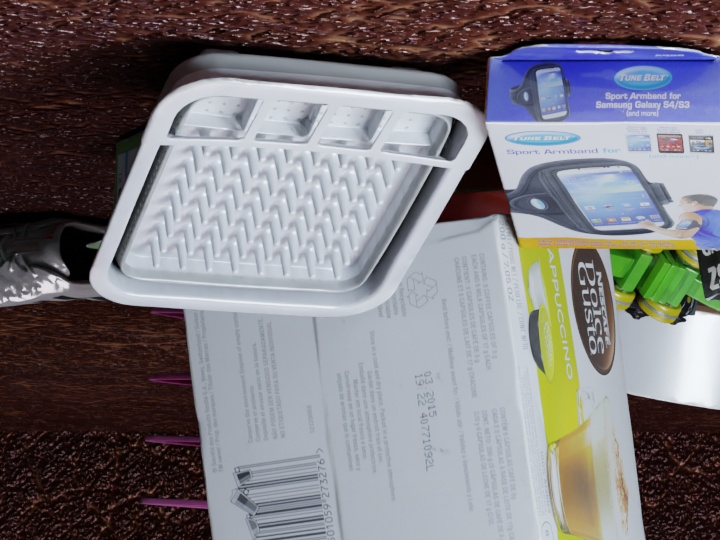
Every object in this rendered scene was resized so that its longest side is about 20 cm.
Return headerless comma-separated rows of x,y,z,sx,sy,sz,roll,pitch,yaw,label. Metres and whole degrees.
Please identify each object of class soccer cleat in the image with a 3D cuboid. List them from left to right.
-0.235,-0.007,1.820,0.199,0.069,0.085,-1,164,-10,soccer cleat

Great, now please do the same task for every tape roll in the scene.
0.236,0.053,1.962,0.201,0.071,0.202,8,-175,-1,tape roll

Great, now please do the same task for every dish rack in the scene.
-0.042,-0.047,1.333,0.171,0.044,0.200,3,145,-19,dish rack

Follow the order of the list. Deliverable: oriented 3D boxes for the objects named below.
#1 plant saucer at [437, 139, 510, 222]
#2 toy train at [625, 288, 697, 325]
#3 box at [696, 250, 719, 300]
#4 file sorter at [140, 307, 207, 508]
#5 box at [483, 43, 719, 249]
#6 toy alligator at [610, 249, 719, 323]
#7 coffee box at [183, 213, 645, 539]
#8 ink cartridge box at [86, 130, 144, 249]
0.130,-0.049,1.538,0.199,0.037,0.199,-2,172,30,plant saucer
0.139,0.008,1.842,0.199,0.034,0.046,9,175,22,toy train
0.317,-0.025,1.493,0.199,0.050,0.160,-2,168,-28,box
-0.080,0.084,1.950,0.125,0.201,0.139,-1,172,39,file sorter
0.129,-0.061,1.321,0.118,0.042,0.200,0,162,10,box
0.170,-0.014,1.753,0.199,0.059,0.054,16,-153,-27,toy alligator
0.036,0.081,1.515,0.199,0.201,0.198,-9,175,23,coffee box
-0.078,-0.047,1.495,0.103,0.060,0.200,5,172,-23,ink cartridge box
